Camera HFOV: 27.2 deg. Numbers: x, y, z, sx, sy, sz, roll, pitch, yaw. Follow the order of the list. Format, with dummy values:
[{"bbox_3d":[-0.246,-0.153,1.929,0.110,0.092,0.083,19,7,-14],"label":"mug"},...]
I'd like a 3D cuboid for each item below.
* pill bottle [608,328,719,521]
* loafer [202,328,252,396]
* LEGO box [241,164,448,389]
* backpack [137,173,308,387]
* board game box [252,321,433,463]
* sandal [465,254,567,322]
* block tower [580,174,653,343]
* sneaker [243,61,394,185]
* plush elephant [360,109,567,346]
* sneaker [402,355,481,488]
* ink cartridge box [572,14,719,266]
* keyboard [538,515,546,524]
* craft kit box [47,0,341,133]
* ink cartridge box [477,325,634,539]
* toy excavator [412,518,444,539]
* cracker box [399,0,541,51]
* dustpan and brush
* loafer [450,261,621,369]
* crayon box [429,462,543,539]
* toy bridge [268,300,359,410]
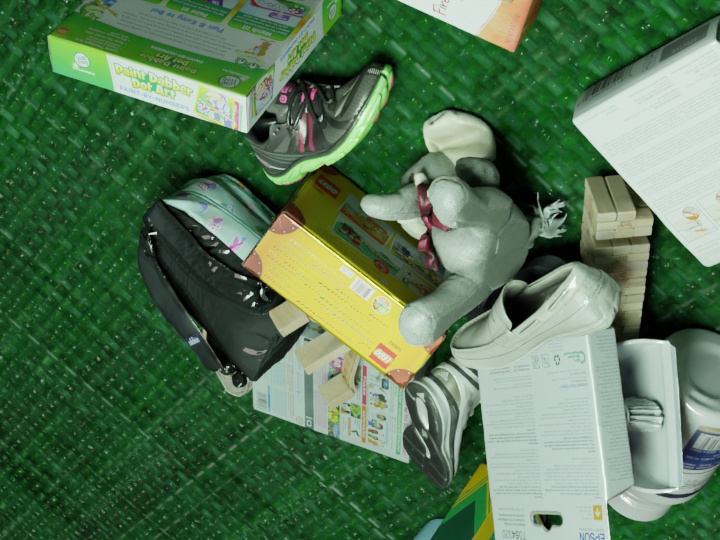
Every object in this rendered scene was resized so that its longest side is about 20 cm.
[{"bbox_3d":[0.307,0.159,1.467,0.110,0.111,0.201,28,136,7],"label":"pill bottle"},{"bbox_3d":[-0.156,0.076,1.708,0.071,0.063,0.201,16,134,18],"label":"loafer"},{"bbox_3d":[0.000,0.000,1.474,0.199,0.149,0.077,38,117,-3],"label":"LEGO box"},{"bbox_3d":[-0.139,-0.002,1.564,0.200,0.126,0.167,43,130,12],"label":"backpack"},{"bbox_3d":[-0.022,0.116,1.663,0.198,0.064,0.148,19,136,18],"label":"board game box"},{"bbox_3d":[0.147,0.032,1.465,0.076,0.043,0.200,49,155,-1],"label":"sandal"},{"bbox_3d":[0.236,0.007,1.403,0.053,0.058,0.201,-5,132,-3],"label":"block tower"},{"bbox_3d":[-0.045,-0.148,1.434,0.084,0.077,0.199,45,135,-17],"label":"sneaker"},{"bbox_3d":[0.078,-0.054,1.398,0.154,0.199,0.166,32,128,35],"label":"plush elephant"},{"bbox_3d":[0.109,0.152,1.586,0.076,0.115,0.201,44,157,26],"label":"sneaker"},{"bbox_3d":[0.307,-0.108,1.289,0.200,0.050,0.162,42,136,-21],"label":"ink cartridge box"},{"bbox_3d":[0.202,0.233,1.664,0.126,0.021,0.201,21,137,22],"label":"keyboard"},{"bbox_3d":[-0.144,-0.221,1.340,0.198,0.198,0.049,19,134,16],"label":"craft kit box"},{"bbox_3d":[0.185,0.162,1.429,0.196,0.043,0.202,-14,81,62],"label":"ink cartridge box"},{"bbox_3d":[0.078,0.360,1.810,0.199,0.100,0.196,25,136,28],"label":"toy excavator"},{"bbox_3d":[0.067,-0.288,1.256,0.199,0.058,0.135,26,136,10],"label":"cracker box"},{"bbox_3d":[0.229,0.137,1.428,0.200,0.057,0.141,172,95,-70],"label":"dustpan and brush"},{"bbox_3d":[0.150,0.038,1.374,0.070,0.070,0.199,40,138,-22],"label":"loafer"},{"bbox_3d":[0.150,0.348,1.657,0.058,0.173,0.201,-1,125,39],"label":"crayon box"},{"bbox_3d":[-0.033,0.079,1.529,0.027,0.067,0.200,57,177,33],"label":"toy bridge"}]
